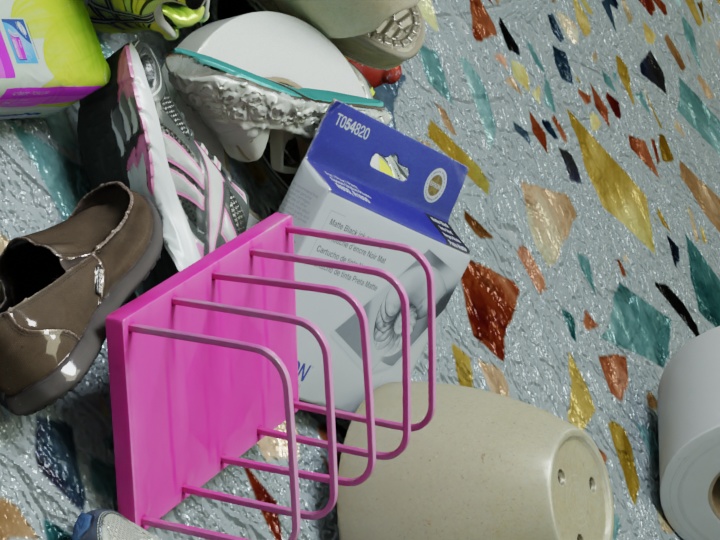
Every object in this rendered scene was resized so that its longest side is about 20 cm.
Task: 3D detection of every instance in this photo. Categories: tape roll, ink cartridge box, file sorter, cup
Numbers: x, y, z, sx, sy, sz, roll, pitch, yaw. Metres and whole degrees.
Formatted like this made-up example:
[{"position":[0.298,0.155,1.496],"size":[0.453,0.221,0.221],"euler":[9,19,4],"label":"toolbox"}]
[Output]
[{"position":[-0.067,-0.080,1.484],"size":[0.202,0.037,0.205],"euler":[5,83,-45],"label":"tape roll"},{"position":[0.389,0.168,2.037],"size":[0.203,0.202,0.140],"euler":[49,29,-29],"label":"tape roll"},{"position":[0.000,0.000,1.478],"size":[0.040,0.201,0.199],"euler":[28,5,34],"label":"ink cartridge box"},{"position":[-0.046,0.068,1.286],"size":[0.200,0.124,0.140],"euler":[-35,128,-55],"label":"file sorter"},{"position":[0.095,0.169,1.487],"size":[0.200,0.142,0.202],"euler":[26,58,-53],"label":"cup"}]

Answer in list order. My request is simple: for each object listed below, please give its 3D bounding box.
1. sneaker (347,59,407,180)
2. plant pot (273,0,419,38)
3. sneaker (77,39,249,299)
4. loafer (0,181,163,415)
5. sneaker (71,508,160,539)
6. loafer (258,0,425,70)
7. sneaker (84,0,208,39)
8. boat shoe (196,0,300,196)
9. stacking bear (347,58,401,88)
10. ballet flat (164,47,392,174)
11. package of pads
[{"position":[-0.014,-0.091,1.644],"size":[0.201,0.075,0.076],"euler":[57,26,-13],"label":"sneaker"},{"position":[-0.031,-0.272,1.484],"size":[0.184,0.199,0.202],"euler":[60,21,-46],"label":"plant pot"},{"position":[-0.120,-0.053,1.375],"size":[0.086,0.080,0.202],"euler":[-20,100,-41],"label":"sneaker"},{"position":[-0.175,-0.001,1.253],"size":[0.071,0.073,0.201],"euler":[53,27,-22],"label":"loafer"},{"position":[-0.088,0.197,1.229],"size":[0.200,0.085,0.077],"euler":[47,30,-32],"label":"sneaker"},{"position":[-0.038,-0.209,1.616],"size":[0.199,0.069,0.076],"euler":[32,54,15],"label":"loafer"},{"position":[-0.142,-0.182,1.374],"size":[0.077,0.075,0.200],"euler":[56,-15,-2],"label":"sneaker"},{"position":[-0.057,-0.121,1.576],"size":[0.201,0.070,0.064],"euler":[55,-10,-6],"label":"boat shoe"},{"position":[-0.025,-0.243,1.730],"size":[0.202,0.121,0.114],"euler":[70,23,-5],"label":"stacking bear"},{"position":[-0.055,-0.100,1.427],"size":[0.199,0.072,0.072],"euler":[10,57,-45],"label":"ballet flat"},{"position":[-0.245,-0.191,1.296],"size":[0.154,0.068,0.202],"euler":[-14,80,-64],"label":"package of pads"}]
